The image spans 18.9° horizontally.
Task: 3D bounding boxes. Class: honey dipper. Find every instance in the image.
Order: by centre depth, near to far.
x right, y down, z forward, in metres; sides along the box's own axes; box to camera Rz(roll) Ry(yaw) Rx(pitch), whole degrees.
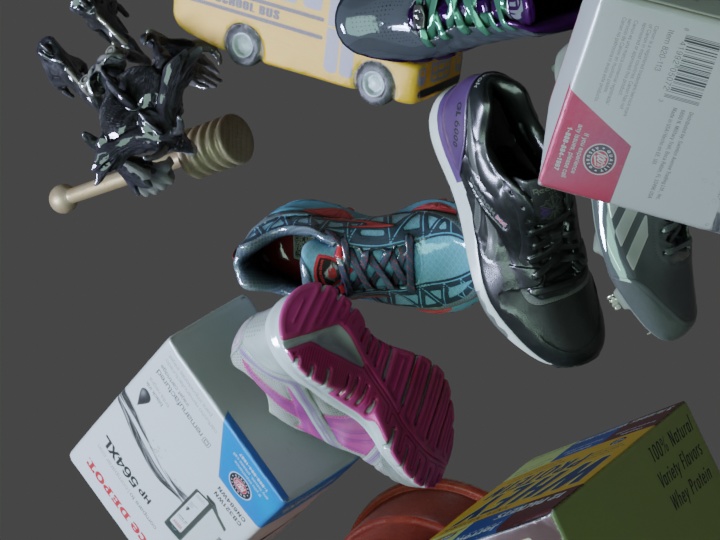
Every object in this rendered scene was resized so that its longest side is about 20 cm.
[{"bbox_3d":[-0.160,-0.071,1.600,0.199,0.038,0.038,-17,97,40],"label":"honey dipper"}]

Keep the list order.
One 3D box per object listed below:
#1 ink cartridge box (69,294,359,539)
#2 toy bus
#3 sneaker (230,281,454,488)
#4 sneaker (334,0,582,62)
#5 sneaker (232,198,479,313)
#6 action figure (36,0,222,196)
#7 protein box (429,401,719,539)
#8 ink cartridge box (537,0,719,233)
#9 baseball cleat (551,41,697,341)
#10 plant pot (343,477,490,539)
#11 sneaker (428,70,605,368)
[{"bbox_3d":[-0.110,0.135,1.583,0.146,0.084,0.200,53,139,8],"label":"ink cartridge box"},{"bbox_3d":[-0.028,-0.171,1.456,0.199,0.065,0.079,19,115,28],"label":"toy bus"},{"bbox_3d":[-0.011,0.080,1.492,0.088,0.082,0.200,-7,137,45],"label":"sneaker"},{"bbox_3d":[0.075,-0.171,1.333,0.198,0.088,0.075,-10,99,12],"label":"sneaker"},{"bbox_3d":[0.000,0.000,1.477,0.199,0.095,0.080,1,106,34],"label":"sneaker"},{"bbox_3d":[-0.150,-0.120,1.511,0.119,0.102,0.200,-54,40,10],"label":"action figure"},{"bbox_3d":[0.159,0.225,1.386,0.134,0.198,0.201,-25,92,37],"label":"protein box"},{"bbox_3d":[0.216,-0.099,1.243,0.198,0.083,0.147,15,132,-1],"label":"ink cartridge box"},{"bbox_3d":[0.186,-0.057,1.349,0.106,0.070,0.201,-19,96,37],"label":"baseball cleat"},{"bbox_3d":[0.022,0.273,1.499,0.199,0.195,0.202,12,113,29],"label":"plant pot"},{"bbox_3d":[0.106,-0.030,1.387,0.201,0.075,0.088,65,163,-3],"label":"sneaker"}]
